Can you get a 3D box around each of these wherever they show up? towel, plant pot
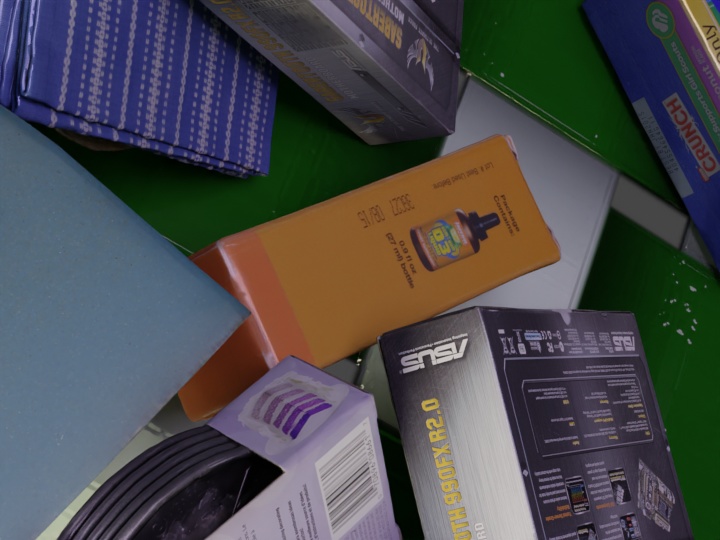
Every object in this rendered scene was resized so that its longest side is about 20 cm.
[{"bbox_3d":[-0.087,-0.120,0.856,0.200,0.024,0.146,13,82,-64],"label":"towel"},{"bbox_3d":[-0.177,0.013,0.780,0.200,0.141,0.141,44,59,-3],"label":"plant pot"}]

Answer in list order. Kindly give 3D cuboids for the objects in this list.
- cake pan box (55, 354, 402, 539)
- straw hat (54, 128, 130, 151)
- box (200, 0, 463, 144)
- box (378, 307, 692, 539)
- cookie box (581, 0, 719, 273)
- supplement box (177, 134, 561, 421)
[{"bbox_3d":[-0.058,0.157,0.787,0.184,0.052,0.201,-41,137,-32],"label":"cake pan box"},{"bbox_3d":[-0.131,-0.151,0.873,0.201,0.085,0.203,-24,117,-58],"label":"straw hat"},{"bbox_3d":[-0.013,-0.167,0.913,0.200,0.048,0.159,35,56,-57],"label":"box"},{"bbox_3d":[0.086,0.098,0.885,0.200,0.048,0.159,2,73,-64],"label":"box"},{"bbox_3d":[0.241,-0.110,1.083,0.199,0.075,0.172,-29,91,-32],"label":"cookie box"},{"bbox_3d":[0.000,0.000,0.898,0.199,0.069,0.067,-22,87,-44],"label":"supplement box"}]
